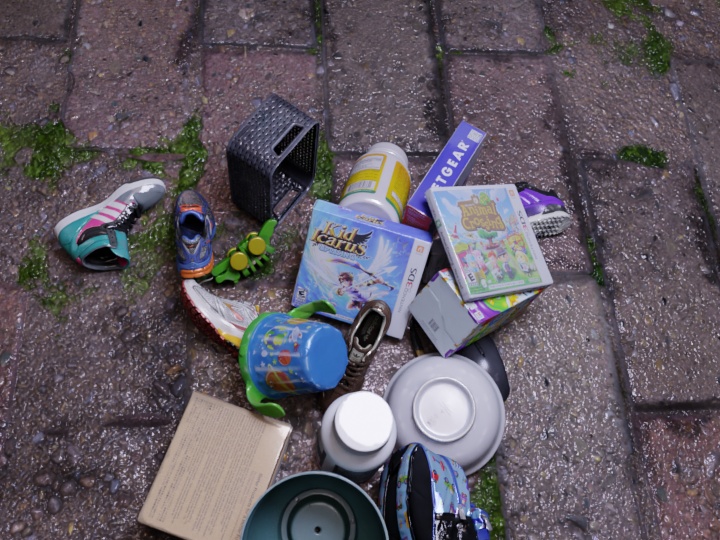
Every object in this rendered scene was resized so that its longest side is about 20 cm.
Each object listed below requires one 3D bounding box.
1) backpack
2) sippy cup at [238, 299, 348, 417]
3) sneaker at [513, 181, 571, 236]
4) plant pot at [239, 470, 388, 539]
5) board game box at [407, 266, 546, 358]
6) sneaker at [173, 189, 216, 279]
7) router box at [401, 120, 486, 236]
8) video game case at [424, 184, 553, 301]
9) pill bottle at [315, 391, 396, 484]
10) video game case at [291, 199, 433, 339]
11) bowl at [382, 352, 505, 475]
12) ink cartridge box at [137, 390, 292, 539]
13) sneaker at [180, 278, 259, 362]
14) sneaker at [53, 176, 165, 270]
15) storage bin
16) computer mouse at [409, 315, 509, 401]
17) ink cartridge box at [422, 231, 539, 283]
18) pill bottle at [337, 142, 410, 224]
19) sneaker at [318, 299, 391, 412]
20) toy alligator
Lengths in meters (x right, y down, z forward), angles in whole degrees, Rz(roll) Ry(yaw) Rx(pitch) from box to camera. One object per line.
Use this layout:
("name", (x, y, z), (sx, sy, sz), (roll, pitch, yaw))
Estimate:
("backpack", (0.097, 0.355, 1.035), (0.133, 0.183, 0.202), (12, 59, -20))
("sippy cup", (-0.094, 0.131, 1.111), (0.139, 0.129, 0.181), (9, 80, -49))
("sneaker", (0.279, -0.115, 1.337), (0.197, 0.070, 0.101), (-2, 59, -12))
("plant pot", (-0.061, 0.373, 1.017), (0.197, 0.134, 0.203), (0, 84, 0))
("board game box", (0.193, 0.043, 1.187), (0.199, 0.103, 0.105), (-21, 67, -43))
("sneaker", (-0.279, -0.077, 1.225), (0.074, 0.079, 0.201), (-7, 42, -14))
("router box", (0.133, -0.127, 1.259), (0.048, 0.180, 0.201), (30, 66, 9))
("video game case", (0.206, -0.050, 1.154), (0.198, 0.022, 0.184), (-7, 71, -37))
("pill bottle", (-0.007, 0.242, 1.061), (0.109, 0.200, 0.112), (3, 65, -6))
("video game case", (0.000, 0.000, 1.192), (0.197, 0.183, 0.046), (16, 25, 1))
("bowl", (0.128, 0.218, 1.126), (0.198, 0.090, 0.204), (-1, 73, 4))
("ink cartridge box", (-0.210, 0.303, 1.079), (0.163, 0.075, 0.202), (20, 64, 1))
("sneaker", (-0.211, 0.080, 1.189), (0.199, 0.078, 0.082), (39, 63, 2))
("sneaker", (-0.401, -0.068, 1.222), (0.199, 0.084, 0.121), (-31, 67, -10))
("storage bin", (-0.148, -0.180, 1.239), (0.093, 0.201, 0.136), (33, 66, 10))
("computer mouse", (0.164, 0.135, 1.215), (0.139, 0.046, 0.202), (-14, 68, -14))
("ink cartridge box", (0.204, -0.033, 1.269), (0.197, 0.095, 0.037), (-11, 62, -11))
("pill bottle", (0.028, -0.135, 1.265), (0.111, 0.114, 0.201), (16, 42, 1))
("sneaker", (-0.014, 0.135, 1.148), (0.070, 0.076, 0.202), (24, 88, 6))
("toy alligator", (-0.208, -0.007, 1.238), (0.200, 0.059, 0.054), (-41, 109, -5))
